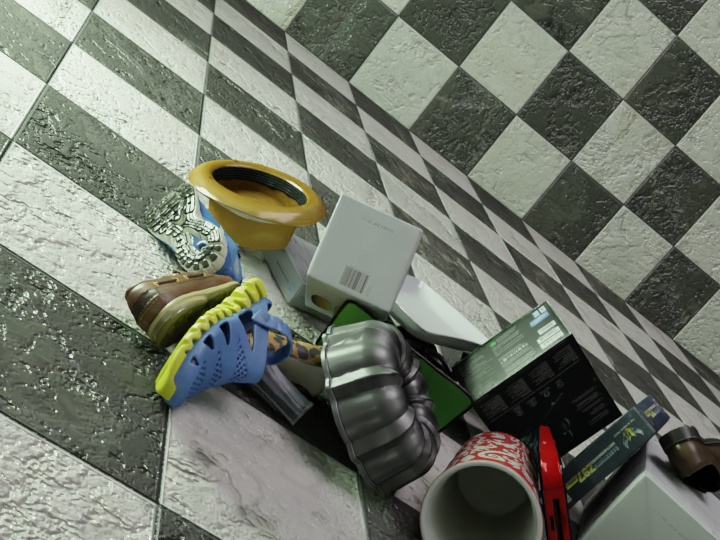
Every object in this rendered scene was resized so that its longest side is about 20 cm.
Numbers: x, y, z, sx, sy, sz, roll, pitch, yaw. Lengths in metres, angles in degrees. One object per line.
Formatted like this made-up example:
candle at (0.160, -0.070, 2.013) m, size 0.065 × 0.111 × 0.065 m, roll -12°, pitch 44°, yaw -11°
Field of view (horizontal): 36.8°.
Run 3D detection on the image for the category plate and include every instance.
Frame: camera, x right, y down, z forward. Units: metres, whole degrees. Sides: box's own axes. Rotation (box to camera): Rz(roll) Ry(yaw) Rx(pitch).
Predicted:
plate at (0.088, 0.060, 1.619) m, size 0.198 × 0.033 × 0.199 m, roll 18°, pitch 20°, yaw -49°

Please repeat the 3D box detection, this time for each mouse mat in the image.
mouse mat at (0.038, 0.126, 1.344) m, size 0.199 × 0.161 × 0.008 m, roll 40°, pitch 59°, yaw 1°

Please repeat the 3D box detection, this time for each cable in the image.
cable at (0.063, 0.138, 1.508) m, size 0.163 × 0.051 × 0.199 m, roll 45°, pitch 22°, yaw 12°

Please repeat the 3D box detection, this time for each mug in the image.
mug at (0.144, 0.282, 1.243) m, size 0.131 × 0.181 × 0.200 m, roll 5°, pitch 6°, yaw 11°

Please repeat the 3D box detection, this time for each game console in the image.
game console at (0.228, 0.298, 1.271) m, size 0.177 × 0.030 × 0.204 m, roll -41°, pitch 124°, yaw -83°

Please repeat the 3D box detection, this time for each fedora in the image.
fedora at (-0.149, -0.084, 1.502) m, size 0.197 × 0.083 × 0.201 m, roll 14°, pitch 24°, yaw -6°

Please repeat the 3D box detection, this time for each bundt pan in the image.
bundt pan at (0.031, 0.145, 1.213) m, size 0.202 × 0.075 × 0.205 m, roll -22°, pitch 91°, yaw -77°

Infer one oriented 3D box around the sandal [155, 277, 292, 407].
sandal at (-0.129, 0.081, 1.089) m, size 0.087 × 0.080 × 0.200 m, roll 43°, pitch 37°, yaw 3°

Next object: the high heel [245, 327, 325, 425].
high heel at (-0.087, 0.084, 1.250) m, size 0.143 × 0.071 × 0.200 m, roll 45°, pitch 22°, yaw 1°

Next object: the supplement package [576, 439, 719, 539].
supplement package at (0.417, 0.365, 1.551) m, size 0.151 × 0.151 × 0.200 m, roll 41°, pitch 16°, yaw 7°

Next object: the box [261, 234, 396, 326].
box at (-0.048, 0.023, 1.577) m, size 0.199 × 0.041 × 0.157 m, roll 29°, pitch 20°, yaw -40°

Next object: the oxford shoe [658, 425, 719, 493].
oxford shoe at (0.495, 0.287, 1.564) m, size 0.199 × 0.072 × 0.085 m, roll 21°, pitch 40°, yaw -48°

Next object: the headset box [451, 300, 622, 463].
headset box at (0.258, 0.179, 1.558) m, size 0.201 × 0.173 × 0.093 m, roll 51°, pitch 7°, yaw -32°

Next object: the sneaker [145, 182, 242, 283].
sneaker at (-0.200, -0.033, 1.330) m, size 0.090 × 0.078 × 0.200 m, roll 55°, pitch -2°, yaw -42°

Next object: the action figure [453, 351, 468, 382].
action figure at (0.238, 0.184, 1.659) m, size 0.196 × 0.056 × 0.118 m, roll 17°, pitch -15°, yaw -3°

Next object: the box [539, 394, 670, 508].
box at (0.348, 0.268, 1.554) m, size 0.051 × 0.200 × 0.157 m, roll 49°, pitch 17°, yaw 14°

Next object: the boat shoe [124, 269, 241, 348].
boat shoe at (-0.187, 0.028, 1.165) m, size 0.067 × 0.072 × 0.200 m, roll 40°, pitch 14°, yaw 8°

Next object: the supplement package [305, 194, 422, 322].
supplement package at (0.000, 0.000, 1.373) m, size 0.112 × 0.111 × 0.200 m, roll 24°, pitch -13°, yaw 2°
